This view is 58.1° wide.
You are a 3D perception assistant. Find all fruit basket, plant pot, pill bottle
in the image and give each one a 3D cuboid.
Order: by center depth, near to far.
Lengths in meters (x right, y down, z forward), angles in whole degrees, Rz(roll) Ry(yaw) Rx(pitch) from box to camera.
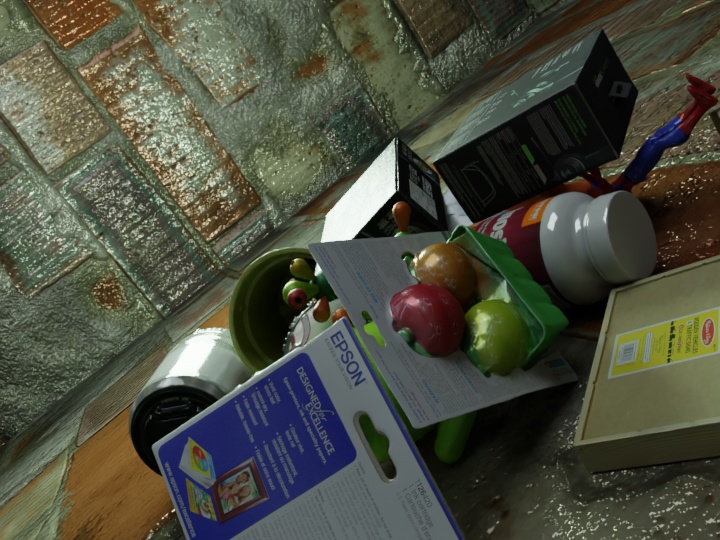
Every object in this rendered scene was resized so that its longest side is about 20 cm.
[{"bbox_3d":[0.072,0.040,0.558,0.198,0.186,0.094,-11,-37,-33],"label":"fruit basket"},{"bbox_3d":[0.194,-0.015,0.677,0.199,0.114,0.113,-18,22,52],"label":"pill bottle"},{"bbox_3d":[-0.083,0.059,0.996,0.199,0.202,0.184,-34,3,7],"label":"plant pot"}]

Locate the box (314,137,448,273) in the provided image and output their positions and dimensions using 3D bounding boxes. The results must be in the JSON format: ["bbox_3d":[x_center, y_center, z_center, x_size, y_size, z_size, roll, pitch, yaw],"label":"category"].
[{"bbox_3d":[0.026,-0.061,0.860,0.164,0.086,0.201,-46,18,23],"label":"box"}]

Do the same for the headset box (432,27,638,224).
[{"bbox_3d":[0.208,-0.167,0.742,0.199,0.093,0.175,-26,19,41],"label":"headset box"}]

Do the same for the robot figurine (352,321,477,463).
[{"bbox_3d":[0.030,0.105,0.617,0.174,0.118,0.199,16,24,39],"label":"robot figurine"}]

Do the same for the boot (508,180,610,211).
[{"bbox_3d":[0.237,-0.100,0.862,0.199,0.108,0.075,-15,15,46],"label":"boot"}]

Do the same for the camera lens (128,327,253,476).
[{"bbox_3d":[-0.226,0.188,0.928,0.159,0.161,0.200,-33,14,12],"label":"camera lens"}]

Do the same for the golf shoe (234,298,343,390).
[{"bbox_3d":[-0.056,0.113,0.739,0.087,0.078,0.201,15,57,43],"label":"golf shoe"}]

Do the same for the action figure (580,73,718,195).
[{"bbox_3d":[0.293,-0.131,0.730,0.065,0.098,0.202,-50,-13,-51],"label":"action figure"}]

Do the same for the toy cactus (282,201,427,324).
[{"bbox_3d":[0.000,0.000,0.698,0.198,0.104,0.165,-25,5,-19],"label":"toy cactus"}]

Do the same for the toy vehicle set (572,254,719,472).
[{"bbox_3d":[0.241,0.062,0.495,0.123,0.027,0.200,-24,19,40],"label":"toy vehicle set"}]

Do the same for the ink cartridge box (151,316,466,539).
[{"bbox_3d":[-0.043,0.174,0.500,0.199,0.199,0.047,-32,-22,6],"label":"ink cartridge box"}]

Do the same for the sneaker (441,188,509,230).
[{"bbox_3d":[0.169,-0.065,0.842,0.197,0.075,0.116,-16,56,23],"label":"sneaker"}]

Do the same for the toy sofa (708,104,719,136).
[{"bbox_3d":[0.451,-0.167,0.617,0.199,0.083,0.098,-28,17,31],"label":"toy sofa"}]
